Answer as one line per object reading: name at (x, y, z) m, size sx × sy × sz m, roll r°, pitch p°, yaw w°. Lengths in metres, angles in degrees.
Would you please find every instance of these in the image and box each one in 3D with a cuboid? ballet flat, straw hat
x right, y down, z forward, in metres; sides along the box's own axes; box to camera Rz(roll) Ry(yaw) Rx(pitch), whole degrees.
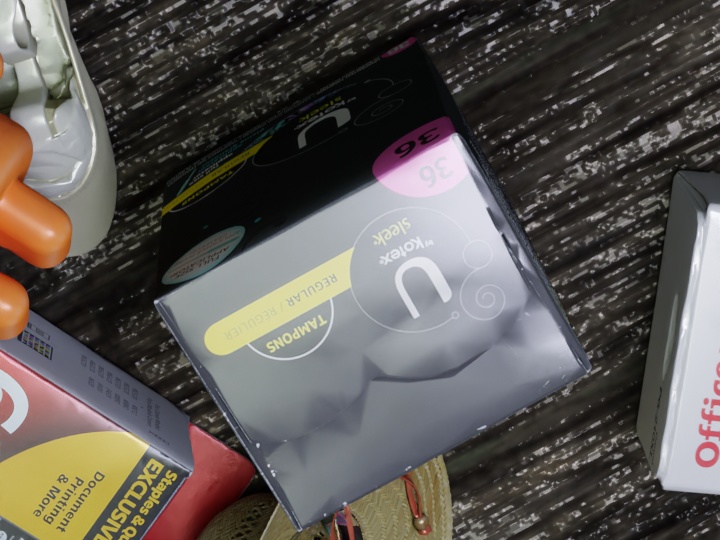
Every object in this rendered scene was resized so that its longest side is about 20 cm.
ballet flat at (-0.161, -0.094, 1.203) m, size 0.069 × 0.069 × 0.201 m, roll -14°, pitch 107°, yaw 0°
straw hat at (-0.040, 0.158, 1.267) m, size 0.085 × 0.201 × 0.202 m, roll 14°, pitch 109°, yaw 32°

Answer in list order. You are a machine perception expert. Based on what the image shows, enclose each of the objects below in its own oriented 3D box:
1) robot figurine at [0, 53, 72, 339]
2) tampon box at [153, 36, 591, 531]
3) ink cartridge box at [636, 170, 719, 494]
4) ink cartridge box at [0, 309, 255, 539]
robot figurine at (-0.226, -0.045, 1.147) m, size 0.200 × 0.117 × 0.144 m, roll 29°, pitch 119°, yaw -3°
tampon box at (0.000, 0.000, 1.170) m, size 0.150 × 0.200 × 0.126 m, roll -30°, pitch 106°, yaw 5°
ink cartridge box at (0.245, 0.036, 1.255) m, size 0.199 × 0.084 × 0.145 m, roll 5°, pitch 106°, yaw -6°
ink cartridge box at (-0.172, 0.138, 1.260) m, size 0.175 × 0.084 × 0.200 m, roll 33°, pitch 102°, yaw -13°
